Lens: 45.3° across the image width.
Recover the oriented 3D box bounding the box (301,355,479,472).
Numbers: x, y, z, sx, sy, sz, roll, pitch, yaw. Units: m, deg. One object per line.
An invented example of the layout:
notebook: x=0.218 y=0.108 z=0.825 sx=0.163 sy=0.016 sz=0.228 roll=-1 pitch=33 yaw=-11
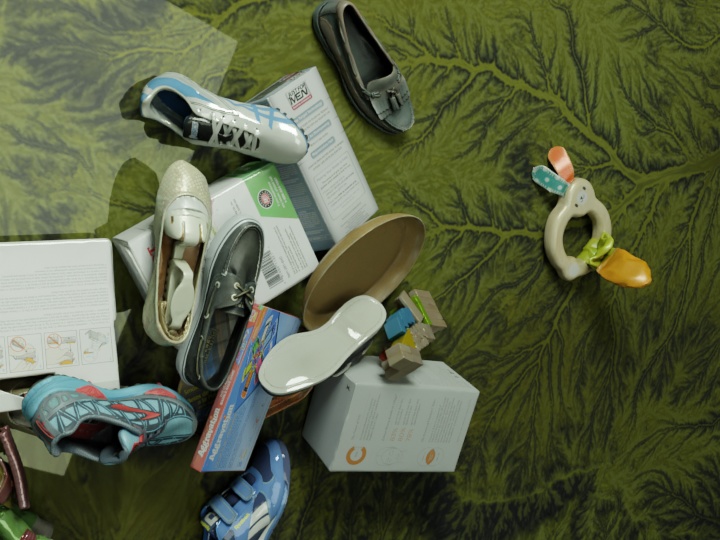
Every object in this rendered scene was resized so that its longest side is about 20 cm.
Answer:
box: x=0.040 y=0.191 z=1.154 sx=0.198 sy=0.097 sz=0.126 roll=8 pitch=105 yaw=-31

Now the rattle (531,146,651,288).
rattle: x=0.342 y=-0.077 z=1.283 sx=0.129 sy=0.143 sz=0.202 roll=-14 pitch=111 yaw=-8

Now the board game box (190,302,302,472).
board game box: x=-0.134 y=0.142 z=1.031 sx=0.103 sy=0.019 sz=0.202 roll=28 pitch=82 yaw=-66

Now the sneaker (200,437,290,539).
sneaker: x=-0.151 y=0.304 z=1.087 sx=0.082 sy=0.074 sz=0.202 roll=25 pitch=83 yaw=-28

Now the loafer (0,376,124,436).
loafer: x=-0.318 y=0.166 z=0.972 sx=0.198 sy=0.067 sz=0.077 roll=11 pitch=94 yaw=-29

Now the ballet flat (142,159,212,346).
ballet flat: x=-0.189 y=-0.016 z=0.927 sx=0.067 sy=0.062 sz=0.202 roll=5 pitch=95 yaw=-32

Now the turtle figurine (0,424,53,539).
turtle figurine: x=-0.410 y=0.272 z=0.891 sx=0.194 sy=0.143 sz=0.201 roll=55 pitch=37 yaw=-35

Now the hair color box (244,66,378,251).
hair color box: x=-0.062 y=-0.135 z=1.066 sx=0.099 sy=0.060 sz=0.201 roll=-44 pitch=118 yaw=-41

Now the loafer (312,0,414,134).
loafer: x=0.012 y=-0.257 z=1.105 sx=0.072 sy=0.063 sz=0.200 roll=-46 pitch=116 yaw=-16

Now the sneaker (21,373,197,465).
sneaker: x=-0.256 y=0.175 z=0.916 sx=0.199 sy=0.096 sz=0.080 roll=13 pitch=114 yaw=-42

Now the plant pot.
plant pot: x=0.000 y=0.000 z=1.097 sx=0.199 sy=0.028 sz=0.201 roll=-34 pitch=154 yaw=-19

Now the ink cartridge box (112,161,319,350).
ink cartridge box: x=-0.169 y=-0.020 z=1.022 sx=0.199 sy=0.084 sz=0.146 roll=-32 pitch=111 yaw=-22

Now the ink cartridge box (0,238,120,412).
ink cartridge box: x=-0.366 y=0.059 z=0.927 sx=0.198 sy=0.045 sz=0.178 roll=-4 pitch=88 yaw=-30

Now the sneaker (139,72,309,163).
sneaker: x=-0.156 y=-0.162 z=0.976 sx=0.198 sy=0.072 sz=0.073 roll=21 pitch=45 yaw=2

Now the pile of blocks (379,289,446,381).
pile of blocks: x=0.052 y=0.083 z=1.142 sx=0.062 sy=0.200 sz=0.082 roll=-35 pitch=93 yaw=23

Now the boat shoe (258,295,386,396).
boat shoe: x=-0.048 y=0.102 z=1.072 sx=0.200 sy=0.074 sz=0.061 roll=-38 pitch=159 yaw=-37

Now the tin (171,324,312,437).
tin: x=-0.143 y=0.133 z=1.087 sx=0.199 sy=0.042 sz=0.113 roll=-23 pitch=112 yaw=-25

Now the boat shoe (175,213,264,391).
boat shoe: x=-0.145 y=0.038 z=0.958 sx=0.068 sy=0.056 sz=0.202 roll=18 pitch=91 yaw=-42
